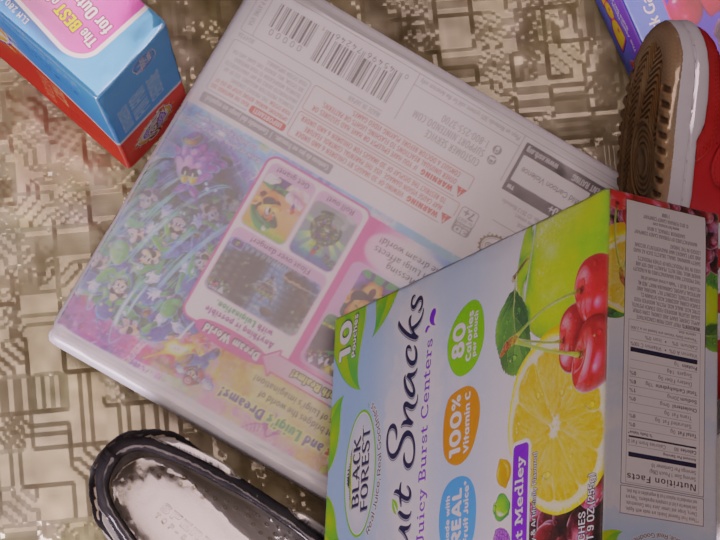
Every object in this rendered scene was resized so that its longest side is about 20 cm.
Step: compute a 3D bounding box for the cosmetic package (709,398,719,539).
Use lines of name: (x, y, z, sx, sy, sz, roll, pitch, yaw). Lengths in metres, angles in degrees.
cosmetic package: (0.133, 0.109, 0.917, 0.085, 0.200, 0.108, 46, 44, 5)

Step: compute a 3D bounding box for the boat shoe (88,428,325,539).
boat shoe: (-0.028, 0.136, 0.987, 0.200, 0.060, 0.074, 42, 83, 5)

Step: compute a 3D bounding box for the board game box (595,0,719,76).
board game box: (0.158, -0.161, 1.045, 0.134, 0.045, 0.200, -22, 83, -5)

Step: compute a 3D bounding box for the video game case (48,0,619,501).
video game case: (0.000, 0.000, 1.020, 0.200, 0.024, 0.182, 30, 82, -3)

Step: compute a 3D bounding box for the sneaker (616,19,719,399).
sneaker: (0.165, -0.006, 0.988, 0.112, 0.071, 0.200, -3, 111, -4)

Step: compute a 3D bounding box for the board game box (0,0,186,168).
board game box: (-0.159, -0.132, 0.978, 0.200, 0.153, 0.040, 41, 84, 5)

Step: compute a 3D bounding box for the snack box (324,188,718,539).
snack box: (0.053, 0.066, 0.894, 0.053, 0.200, 0.142, 13, 70, -26)
